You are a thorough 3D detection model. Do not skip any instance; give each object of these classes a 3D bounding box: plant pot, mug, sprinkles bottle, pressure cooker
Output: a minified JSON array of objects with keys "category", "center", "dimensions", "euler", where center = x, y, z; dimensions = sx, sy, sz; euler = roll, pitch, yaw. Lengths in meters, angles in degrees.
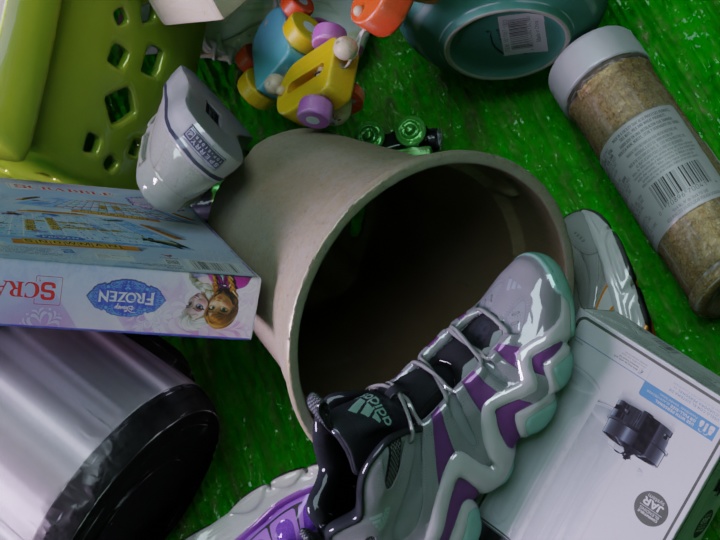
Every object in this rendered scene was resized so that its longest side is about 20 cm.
[{"category":"plant pot","center":[-0.241,-0.163,1.101],"dimensions":[0.198,0.181,0.202],"euler":[13,91,28]},{"category":"mug","center":[0.081,-0.204,1.073],"dimensions":[0.152,0.183,0.116],"euler":[-34,52,48]},{"category":"sprinkles bottle","center":[0.196,-0.066,1.037],"dimensions":[0.068,0.068,0.201],"euler":[-28,61,1]},{"category":"plant pot","center":[0.000,0.000,0.990],"dimensions":[0.201,0.201,0.183],"euler":[-46,36,-9]},{"category":"pressure cooker","center":[-0.210,0.095,0.997],"dimensions":[0.199,0.178,0.177],"euler":[34,109,17]}]

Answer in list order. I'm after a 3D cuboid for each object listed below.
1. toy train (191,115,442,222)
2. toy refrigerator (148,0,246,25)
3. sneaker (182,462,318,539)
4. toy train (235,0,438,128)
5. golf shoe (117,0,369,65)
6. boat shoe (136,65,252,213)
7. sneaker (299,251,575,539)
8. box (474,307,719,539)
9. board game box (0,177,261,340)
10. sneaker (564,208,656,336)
[{"category":"toy train","center":[-0.038,-0.067,1.120],"dimensions":[0.197,0.042,0.057],"euler":[-7,74,12]},{"category":"toy refrigerator","center":[-0.060,-0.246,1.074],"dimensions":[0.075,0.070,0.200],"euler":[5,44,50]},{"category":"sneaker","center":[-0.056,0.183,0.997],"dimensions":[0.199,0.081,0.084],"euler":[-33,77,6]},{"category":"toy train","center":[-0.011,-0.162,1.058],"dimensions":[0.199,0.055,0.152],"euler":[19,85,61]},{"category":"golf shoe","center":[-0.084,-0.179,1.167],"dimensions":[0.197,0.075,0.093],"euler":[-11,66,11]},{"category":"boat shoe","center":[-0.116,-0.079,1.040],"dimensions":[0.070,0.200,0.071],"euler":[-42,106,8]},{"category":"sneaker","center":[0.030,0.072,0.875],"dimensions":[0.078,0.139,0.202],"euler":[31,101,52]},{"category":"box","center":[0.135,0.137,0.917],"dimensions":[0.116,0.060,0.202],"euler":[34,103,26]},{"category":"board game box","center":[-0.182,-0.013,0.963],"dimensions":[0.198,0.199,0.042],"euler":[5,105,-21]},{"category":"sneaker","center":[0.141,0.056,0.994],"dimensions":[0.091,0.076,0.202],"euler":[-19,61,11]}]
